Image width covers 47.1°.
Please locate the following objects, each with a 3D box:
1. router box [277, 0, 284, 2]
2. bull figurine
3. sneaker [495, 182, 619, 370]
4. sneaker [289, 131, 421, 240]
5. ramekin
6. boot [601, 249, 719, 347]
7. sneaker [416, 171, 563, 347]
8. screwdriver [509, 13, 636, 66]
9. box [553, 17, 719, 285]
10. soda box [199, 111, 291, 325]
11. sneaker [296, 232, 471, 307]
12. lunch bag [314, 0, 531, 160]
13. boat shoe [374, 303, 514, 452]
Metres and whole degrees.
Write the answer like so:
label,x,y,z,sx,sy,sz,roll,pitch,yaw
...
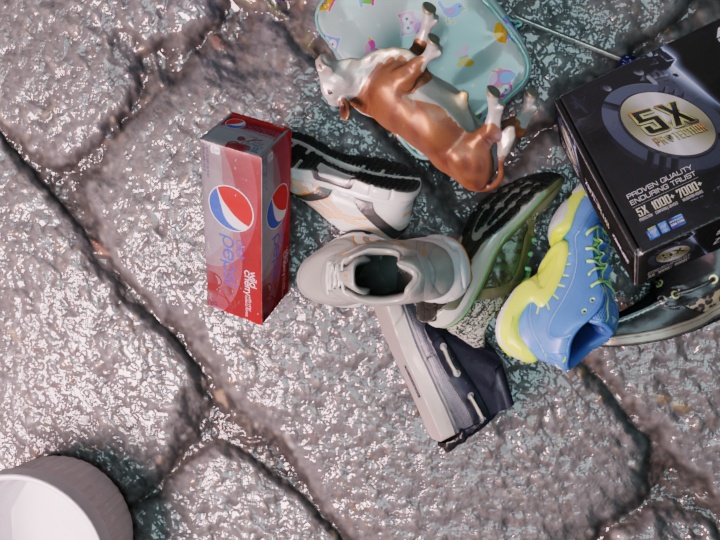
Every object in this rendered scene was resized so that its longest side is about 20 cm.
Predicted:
label,x,y,z,sx,sy,sz,roll,pitch,yaw
router box,-0.152,-0.389,0.832,0.197,0.049,0.182,18,100,7
bull figurine,0.058,-0.152,0.731,0.199,0.065,0.122,35,136,-7
sneaker,0.216,0.008,0.779,0.105,0.075,0.202,30,89,43
sneaker,-0.038,-0.082,0.842,0.198,0.074,0.081,21,130,17
ramekin,-0.354,0.307,0.933,0.197,0.105,0.204,1,98,9
boot,0.300,-0.022,0.792,0.201,0.073,0.156,-20,91,7
sneaker,0.141,-0.009,0.821,0.088,0.077,0.201,41,85,-25
screwdriver,0.234,-0.207,0.797,0.197,0.028,0.029,19,72,3
box,0.293,-0.109,0.714,0.198,0.086,0.166,-24,66,9
soda box,-0.111,-0.047,0.817,0.069,0.064,0.202,18,130,15
sneaker,0.000,0.000,0.774,0.198,0.091,0.077,-6,90,42
lunch bag,0.068,-0.218,0.803,0.160,0.077,0.201,-38,90,11
boat shoe,0.083,0.075,0.852,0.092,0.075,0.202,-23,88,-11
